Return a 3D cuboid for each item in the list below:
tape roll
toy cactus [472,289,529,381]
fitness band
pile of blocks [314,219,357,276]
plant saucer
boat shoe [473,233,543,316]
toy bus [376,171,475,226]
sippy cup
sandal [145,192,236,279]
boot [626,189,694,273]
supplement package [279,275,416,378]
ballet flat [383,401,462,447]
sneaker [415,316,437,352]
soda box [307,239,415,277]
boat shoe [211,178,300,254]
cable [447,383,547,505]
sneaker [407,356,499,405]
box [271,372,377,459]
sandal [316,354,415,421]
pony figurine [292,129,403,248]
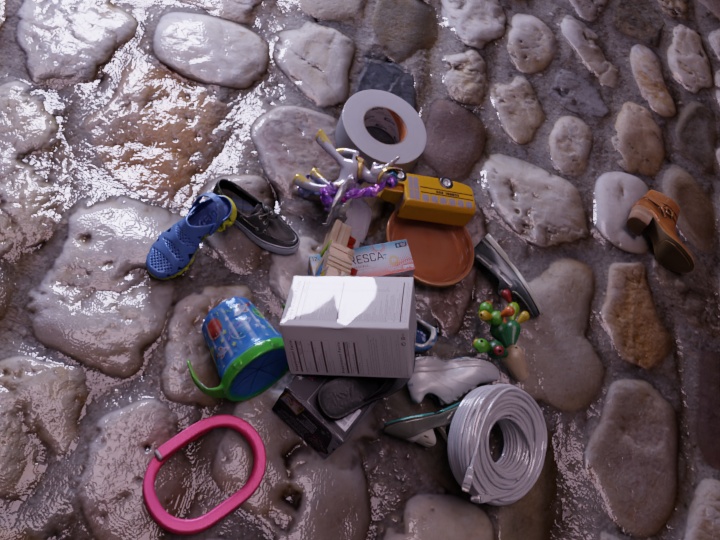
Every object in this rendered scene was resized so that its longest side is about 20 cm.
[{"bbox_3d":[0.044,-0.297,1.502,0.195,0.066,0.205,10,59,-16],"label":"tape roll"},{"bbox_3d":[0.287,0.130,1.329,0.168,0.101,0.200,62,28,-5],"label":"toy cactus"},{"bbox_3d":[-0.238,0.311,1.058,0.198,0.038,0.145,-30,75,-31],"label":"fitness band"},{"bbox_3d":[-0.039,-0.004,1.199,0.061,0.083,0.202,24,34,-12],"label":"pile of blocks"},{"bbox_3d":[0.140,-0.051,1.415,0.195,0.038,0.205,10,58,-15],"label":"plant saucer"},{"bbox_3d":[0.307,0.020,1.436,0.061,0.073,0.202,-36,84,10],"label":"boat shoe"},{"bbox_3d":[0.133,-0.147,1.407,0.194,0.065,0.080,6,60,-18],"label":"toy bus"},{"bbox_3d":[-0.195,0.121,1.136,0.176,0.141,0.131,-5,49,-50],"label":"sippy cup"},{"bbox_3d":[-0.303,-0.070,1.209,0.079,0.087,0.201,39,74,3],"label":"sandal"},{"bbox_3d":[0.748,-0.102,1.660,0.200,0.074,0.154,46,52,5],"label":"boot"},{"bbox_3d":[-0.014,0.086,1.065,0.194,0.111,0.115,1,42,10],"label":"supplement package"},{"bbox_3d":[0.134,0.276,1.206,0.195,0.067,0.065,-10,72,-25],"label":"ballet flat"},{"bbox_3d":[0.053,0.094,1.275,0.195,0.073,0.073,20,57,-8],"label":"sneaker"},{"bbox_3d":[0.000,0.000,1.293,0.194,0.064,0.070,-10,64,-13],"label":"soda box"},{"bbox_3d":[-0.199,-0.102,1.300,0.197,0.057,0.069,32,55,-1],"label":"boat shoe"},{"bbox_3d":[0.241,0.302,1.195,0.196,0.069,0.206,17,74,-31],"label":"cable"},{"bbox_3d":[0.169,0.204,1.269,0.194,0.074,0.090,1,78,-18],"label":"sneaker"},{"bbox_3d":[-0.033,0.191,1.160,0.132,0.115,0.200,41,56,4],"label":"box"},{"bbox_3d":[0.020,0.173,1.092,0.198,0.048,0.076,-30,75,-32],"label":"sandal"},{"bbox_3d":[-0.031,-0.163,1.342,0.197,0.166,0.196,25,82,26],"label":"pony figurine"}]
